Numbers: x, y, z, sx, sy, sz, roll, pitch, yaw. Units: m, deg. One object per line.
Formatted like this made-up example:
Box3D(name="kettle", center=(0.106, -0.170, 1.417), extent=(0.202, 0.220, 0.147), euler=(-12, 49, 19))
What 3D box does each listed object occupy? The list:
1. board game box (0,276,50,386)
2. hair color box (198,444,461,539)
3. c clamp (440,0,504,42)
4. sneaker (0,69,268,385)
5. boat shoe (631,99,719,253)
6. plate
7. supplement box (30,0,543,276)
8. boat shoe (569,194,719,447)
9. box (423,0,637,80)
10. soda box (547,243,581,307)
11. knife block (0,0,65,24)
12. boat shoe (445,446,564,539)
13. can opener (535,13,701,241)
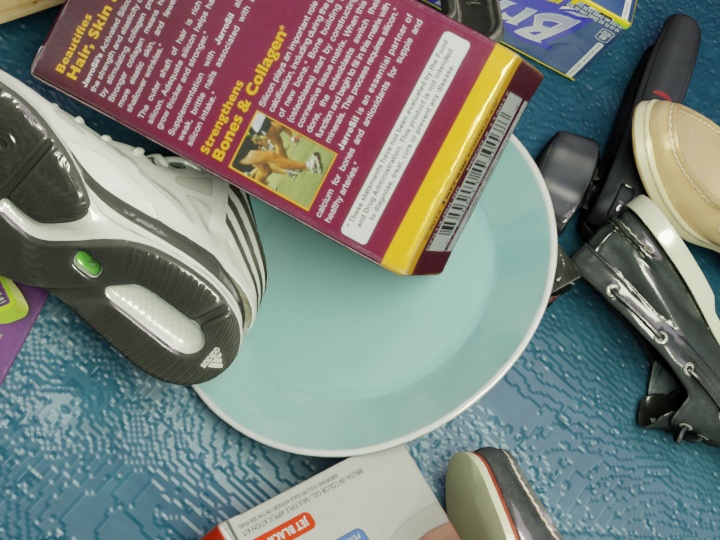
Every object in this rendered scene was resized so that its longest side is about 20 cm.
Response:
Box3D(name="board game box", center=(-0.214, 0.019, 0.763), extent=(0.120, 0.032, 0.200), euler=(33, 53, -14))
Box3D(name="hair color box", center=(0.016, 0.188, 0.769), extent=(0.111, 0.064, 0.200), euler=(-24, 78, -36))
Box3D(name="c clamp", center=(-0.010, -0.153, 0.892), extent=(0.171, 0.027, 0.200), euler=(2, 31, -8))
Box3D(name="sneaker", center=(-0.127, -0.038, 0.795), extent=(0.200, 0.076, 0.115), euler=(42, 24, -6))
Box3D(name="boat shoe", center=(0.226, -0.042, 0.956), extent=(0.200, 0.069, 0.074), euler=(33, 53, -42))
Box3D(name="plate", center=(0.000, 0.000, 0.827), extent=(0.200, 0.026, 0.200), euler=(-7, 63, 15))
Box3D(name="supplement box", center=(-0.032, -0.090, 0.774), extent=(0.200, 0.086, 0.110), euler=(29, 96, 12))
Box3D(name="boat shoe", center=(0.177, 0.059, 0.921), extent=(0.066, 0.075, 0.199), euler=(-31, 105, -2))
Box3D(name="box", center=(0.067, -0.195, 1.002), extent=(0.200, 0.070, 0.064), euler=(25, 57, -13))
Box3D(name="soda box", center=(0.027, -0.053, 0.907), extent=(0.071, 0.063, 0.200), euler=(-26, 78, -36))
Box3D(name="knife block", center=(-0.165, -0.165, 0.827), extent=(0.200, 0.064, 0.176), euler=(9, 45, 5))
Box3D(name="boat shoe", center=(0.103, 0.173, 0.814), extent=(0.063, 0.071, 0.200), euler=(-22, 81, -19))
Box3D(name="can opener", center=(0.166, -0.088, 1.000), extent=(0.079, 0.063, 0.200), euler=(37, 53, -6))
